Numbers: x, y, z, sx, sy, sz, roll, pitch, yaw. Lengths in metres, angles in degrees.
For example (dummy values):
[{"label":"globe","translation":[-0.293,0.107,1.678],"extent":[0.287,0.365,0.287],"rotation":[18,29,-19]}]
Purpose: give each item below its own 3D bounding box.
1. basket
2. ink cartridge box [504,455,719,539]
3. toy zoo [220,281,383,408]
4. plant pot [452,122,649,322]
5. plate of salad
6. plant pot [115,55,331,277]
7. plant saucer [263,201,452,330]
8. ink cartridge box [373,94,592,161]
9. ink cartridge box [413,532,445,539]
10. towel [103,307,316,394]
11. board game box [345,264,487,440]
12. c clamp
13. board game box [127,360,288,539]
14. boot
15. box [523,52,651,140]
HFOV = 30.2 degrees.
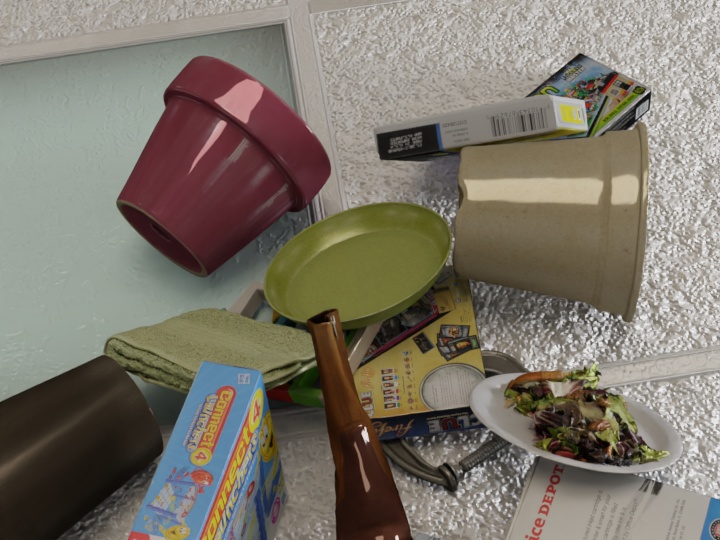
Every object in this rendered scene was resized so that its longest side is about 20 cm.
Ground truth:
[{"label":"basket","translation":[-0.296,0.177,1.244],"extent":[0.200,0.137,0.180],"rotation":[-31,41,-25]},{"label":"ink cartridge box","translation":[0.228,0.257,1.147],"extent":[0.199,0.085,0.146],"rotation":[14,51,19]},{"label":"toy zoo","translation":[-0.083,0.071,1.357],"extent":[0.199,0.021,0.132],"rotation":[6,50,33]},{"label":"plant pot","translation":[0.187,-0.053,1.344],"extent":[0.182,0.201,0.201],"rotation":[3,49,6]},{"label":"plate of salad","translation":[0.198,0.128,1.217],"extent":[0.199,0.048,0.200],"rotation":[10,18,-3]},{"label":"plant pot","translation":[-0.161,-0.100,1.448],"extent":[0.199,0.200,0.179],"rotation":[29,73,28]},{"label":"plant saucer","translation":[0.000,0.000,1.352],"extent":[0.199,0.031,0.200],"rotation":[-13,33,9]},{"label":"ink cartridge box","translation":[0.141,-0.152,1.445],"extent":[0.197,0.200,0.047],"rotation":[-10,89,23]},{"label":"ink cartridge box","translation":[0.116,0.334,1.071],"extent":[0.199,0.041,0.201],"rotation":[13,91,12]},{"label":"towel","translation":[-0.138,0.078,1.288],"extent":[0.199,0.037,0.148],"rotation":[12,22,40]},{"label":"board game box","translation":[0.053,0.079,1.339],"extent":[0.135,0.035,0.201],"rotation":[-7,42,3]},{"label":"c clamp","translation":[0.122,0.149,1.293],"extent":[0.199,0.027,0.171],"rotation":[-26,51,-17]},{"label":"board game box","translation":[-0.127,0.217,1.144],"extent":[0.056,0.196,0.201],"rotation":[8,50,13]},{"label":"boot","translation":[-0.003,0.139,1.155],"extent":[0.068,0.201,0.188],"rotation":[-10,9,4]},{"label":"box","translation":[0.237,-0.171,1.560],"extent":[0.110,0.035,0.200],"rotation":[33,59,30]}]
